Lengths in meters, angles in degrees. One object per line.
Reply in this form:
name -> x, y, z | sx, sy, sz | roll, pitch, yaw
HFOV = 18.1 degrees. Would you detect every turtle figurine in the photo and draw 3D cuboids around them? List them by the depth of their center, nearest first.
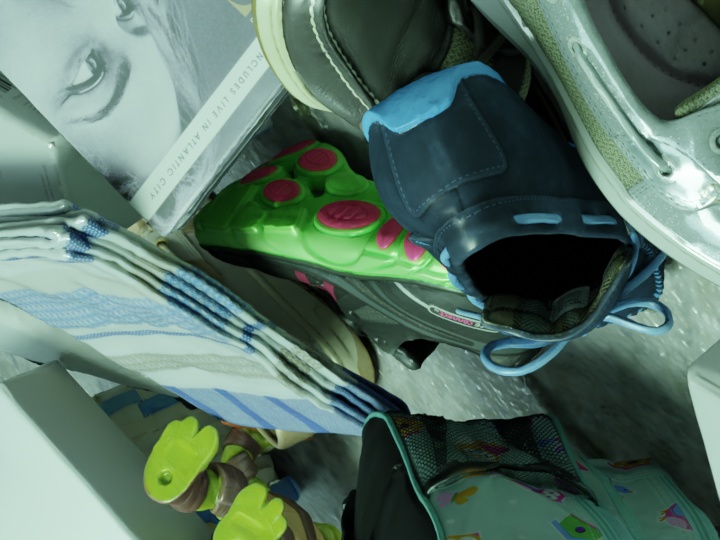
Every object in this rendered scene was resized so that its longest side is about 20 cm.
turtle figurine -> -0.049, 0.122, 1.114 | 0.200, 0.064, 0.161 | 59, -172, 27

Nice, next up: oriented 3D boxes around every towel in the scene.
towel -> -0.090, 0.025, 0.962 | 0.200, 0.024, 0.147 | 33, 159, -36

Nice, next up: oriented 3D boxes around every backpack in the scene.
backpack -> 0.066, 0.160, 0.884 | 0.200, 0.153, 0.176 | -96, 11, -75

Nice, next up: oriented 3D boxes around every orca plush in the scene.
orca plush -> -0.159, 0.005, 1.162 | 0.199, 0.071, 0.105 | 15, 159, -6

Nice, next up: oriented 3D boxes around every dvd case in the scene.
dvd case -> -0.099, -0.135, 0.875 | 0.200, 0.016, 0.149 | 45, 113, 10

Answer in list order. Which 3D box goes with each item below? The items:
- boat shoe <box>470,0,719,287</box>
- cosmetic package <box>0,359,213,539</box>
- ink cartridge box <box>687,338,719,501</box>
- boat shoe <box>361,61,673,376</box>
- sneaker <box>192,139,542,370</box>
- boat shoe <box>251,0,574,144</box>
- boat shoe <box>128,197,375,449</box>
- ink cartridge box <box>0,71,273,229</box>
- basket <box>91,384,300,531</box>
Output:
boat shoe -> 0.096, -0.071, 0.699 | 0.202, 0.074, 0.065 | 53, 160, 11
cosmetic package -> -0.136, 0.156, 1.133 | 0.200, 0.113, 0.081 | 49, -164, 7
ink cartridge box -> 0.187, 0.072, 0.655 | 0.086, 0.148, 0.200 | 24, 145, 45
boat shoe -> 0.054, -0.002, 0.759 | 0.200, 0.084, 0.069 | 22, -138, -58
sneaker -> 0.000, 0.000, 0.946 | 0.200, 0.077, 0.084 | 19, 137, 50
boat shoe -> 0.029, -0.069, 0.768 | 0.066, 0.072, 0.201 | 19, 169, 26
boat shoe -> -0.084, 0.013, 1.107 | 0.200, 0.069, 0.074 | 37, 152, 26
ink cartridge box -> -0.149, -0.097, 1.007 | 0.200, 0.116, 0.067 | 30, 145, 37
basket -> -0.103, 0.164, 1.260 | 0.200, 0.139, 0.176 | 57, 155, 5
